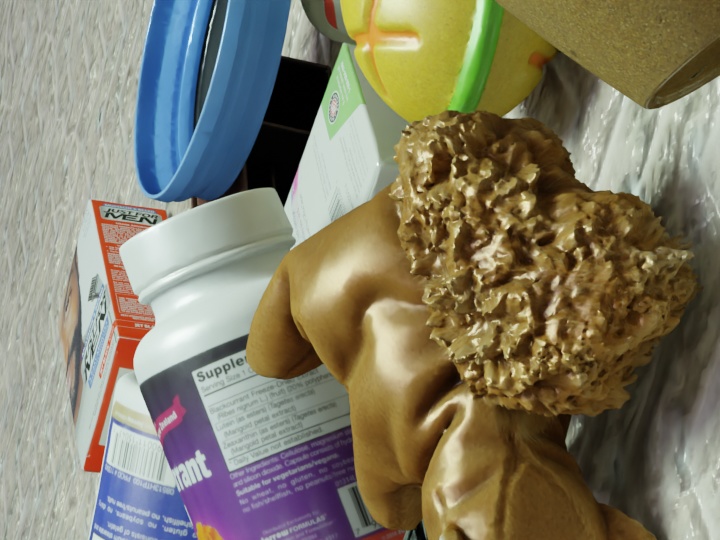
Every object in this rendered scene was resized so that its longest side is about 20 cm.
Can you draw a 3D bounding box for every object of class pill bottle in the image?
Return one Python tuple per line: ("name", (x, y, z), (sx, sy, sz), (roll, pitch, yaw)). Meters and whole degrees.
("pill bottle", (-0.097, 0.165, 1.627), (0.120, 0.120, 0.200), (-148, 68, -72))
("pill bottle", (-0.043, 0.067, 1.386), (0.200, 0.111, 0.111), (69, 158, 6))

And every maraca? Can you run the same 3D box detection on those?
("maraca", (0.045, -0.153, 1.353), (0.137, 0.107, 0.200), (122, 152, -54))

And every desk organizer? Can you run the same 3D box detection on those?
("desk organizer", (-0.052, -0.035, 1.679), (0.200, 0.072, 0.077), (-98, 26, -45))

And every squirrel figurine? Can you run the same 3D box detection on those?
("squirrel figurine", (0.054, 0.044, 1.174), (0.200, 0.141, 0.187), (112, 153, -43))

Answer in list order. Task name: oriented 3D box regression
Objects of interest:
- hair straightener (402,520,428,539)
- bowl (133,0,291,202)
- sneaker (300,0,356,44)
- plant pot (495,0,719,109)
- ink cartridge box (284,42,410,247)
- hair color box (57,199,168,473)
("hair straightener", (0.031, 0.104, 1.306), (0.200, 0.077, 0.041), (-96, 29, -44))
("bowl", (-0.084, -0.135, 1.654), (0.201, 0.039, 0.201), (-168, 90, -73))
("sneaker", (0.013, -0.174, 1.533), (0.200, 0.070, 0.093), (122, 159, -46))
("plant pot", (0.087, -0.167, 1.069), (0.200, 0.186, 0.186), (55, 152, 8))
("ink cartridge box", (0.000, 0.000, 1.487), (0.117, 0.067, 0.200), (-105, 30, -53))
("hair color box", (-0.165, 0.046, 2.024), (0.200, 0.064, 0.111), (-109, 31, -60))
